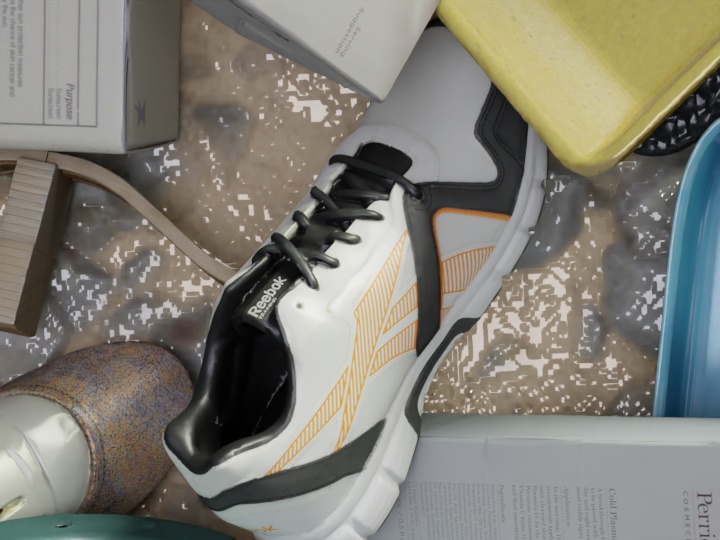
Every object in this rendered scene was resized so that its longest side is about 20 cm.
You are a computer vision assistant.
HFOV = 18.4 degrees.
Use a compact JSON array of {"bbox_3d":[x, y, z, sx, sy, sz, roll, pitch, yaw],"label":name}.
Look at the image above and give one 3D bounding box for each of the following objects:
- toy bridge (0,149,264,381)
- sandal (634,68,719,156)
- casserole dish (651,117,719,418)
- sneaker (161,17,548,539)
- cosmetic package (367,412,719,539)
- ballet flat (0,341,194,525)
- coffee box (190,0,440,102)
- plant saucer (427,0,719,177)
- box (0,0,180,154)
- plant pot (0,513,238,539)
[{"bbox_3d":[-0.123,-0.010,0.816,0.199,0.027,0.068,12,81,13],"label":"toy bridge"},{"bbox_3d":[0.155,-0.120,0.763,0.200,0.048,0.075,-38,90,23],"label":"sandal"},{"bbox_3d":[0.165,0.031,0.775,0.120,0.039,0.202,5,96,9],"label":"casserole dish"},{"bbox_3d":[0.000,0.000,0.754,0.073,0.080,0.201,13,77,42],"label":"sneaker"},{"bbox_3d":[0.078,0.152,0.767,0.150,0.052,0.202,-1,96,37],"label":"cosmetic package"},{"bbox_3d":[-0.151,0.090,0.816,0.199,0.067,0.068,-30,88,10],"label":"ballet flat"},{"bbox_3d":[0.001,-0.172,0.697,0.080,0.114,0.201,29,89,38],"label":"coffee box"},{"bbox_3d":[0.099,-0.155,0.730,0.200,0.048,0.200,-44,57,12],"label":"plant saucer"},{"bbox_3d":[-0.168,-0.092,0.796,0.198,0.078,0.096,4,96,9],"label":"box"},{"bbox_3d":[-0.093,0.175,0.742,0.199,0.201,0.162,3,100,9],"label":"plant pot"}]
